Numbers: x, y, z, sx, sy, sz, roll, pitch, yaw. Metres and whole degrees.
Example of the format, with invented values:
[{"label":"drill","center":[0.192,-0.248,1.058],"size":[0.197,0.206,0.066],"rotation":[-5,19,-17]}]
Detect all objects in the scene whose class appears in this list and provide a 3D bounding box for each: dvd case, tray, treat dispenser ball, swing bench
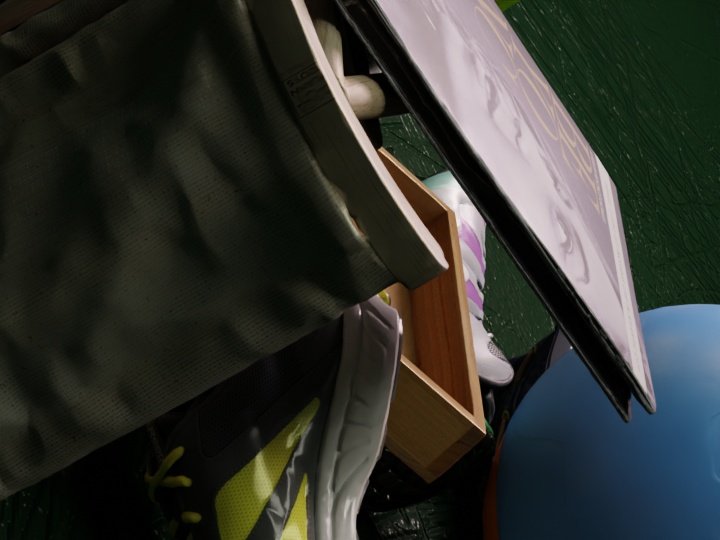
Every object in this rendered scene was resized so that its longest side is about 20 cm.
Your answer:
[{"label":"dvd case","center":[0.044,-0.060,1.019],"size":[0.200,0.016,0.149],"rotation":[55,17,-29]},{"label":"tray","center":[0.000,0.000,1.230],"size":[0.099,0.037,0.200],"rotation":[41,18,-20]},{"label":"treat dispenser ball","center":[0.156,0.116,1.332],"size":[0.201,0.201,0.201],"rotation":[53,19,-27]},{"label":"swing bench","center":[-0.078,-0.036,0.993],"size":[0.130,0.199,0.200],"rotation":[57,17,-14]}]

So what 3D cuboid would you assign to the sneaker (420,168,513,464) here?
[{"label":"sneaker","center":[0.038,0.031,1.458],"size":[0.140,0.078,0.200],"rotation":[63,26,-3]}]

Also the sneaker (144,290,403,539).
[{"label":"sneaker","center":[-0.045,0.092,1.075],"size":[0.084,0.074,0.200],"rotation":[17,67,-15]}]

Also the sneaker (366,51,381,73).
[{"label":"sneaker","center":[-0.018,-0.162,1.203],"size":[0.115,0.075,0.200],"rotation":[-8,-85,64]}]

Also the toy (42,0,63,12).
[{"label":"toy","center":[-0.146,-0.143,1.189],"size":[0.115,0.047,0.200],"rotation":[127,-54,-71]}]

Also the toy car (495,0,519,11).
[{"label":"toy car","center":[-0.049,-0.152,1.350],"size":[0.200,0.164,0.158],"rotation":[3,59,-60]}]

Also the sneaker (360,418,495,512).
[{"label":"sneaker","center":[-0.007,0.037,1.294],"size":[0.200,0.078,0.085],"rotation":[45,23,-42]}]

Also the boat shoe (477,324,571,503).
[{"label":"boat shoe","center":[0.090,0.115,1.476],"size":[0.071,0.091,0.201],"rotation":[32,53,-17]}]
